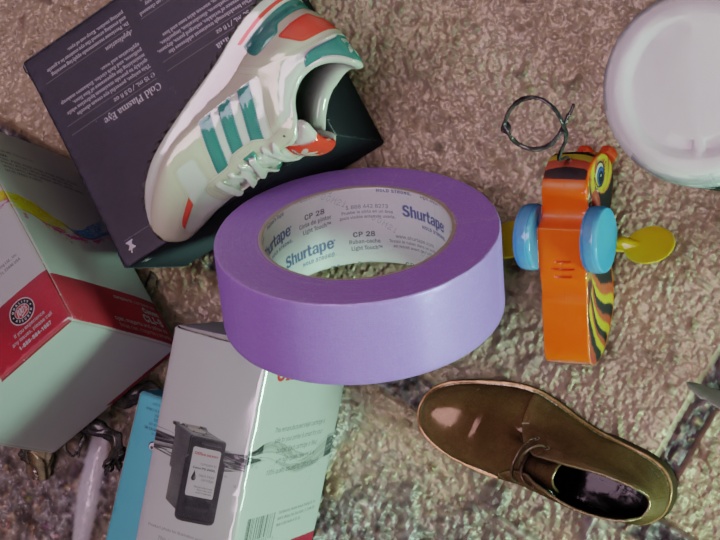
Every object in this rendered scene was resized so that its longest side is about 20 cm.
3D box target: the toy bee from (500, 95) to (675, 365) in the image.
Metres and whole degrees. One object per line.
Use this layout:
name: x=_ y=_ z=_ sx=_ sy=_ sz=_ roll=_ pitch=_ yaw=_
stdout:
toy bee: x=0.161 y=-0.040 z=1.296 sx=0.131 sy=0.109 sz=0.200 roll=23 pitch=125 yaw=16

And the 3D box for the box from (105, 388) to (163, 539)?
box: x=-0.154 y=0.192 z=1.418 sx=0.049 sy=0.082 sz=0.200 roll=16 pitch=97 yaw=20

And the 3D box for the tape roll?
tape roll: x=0.000 y=0.000 z=1.284 sx=0.200 sy=0.200 sz=0.066 roll=7 pitch=122 yaw=21

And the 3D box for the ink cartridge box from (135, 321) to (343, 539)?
ink cartridge box: x=-0.087 y=0.139 z=1.358 sx=0.083 sy=0.145 sz=0.200 roll=13 pitch=96 yaw=23

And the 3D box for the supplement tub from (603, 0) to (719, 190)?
supplement tub: x=0.239 y=-0.113 z=1.201 sx=0.122 sy=0.200 sz=0.123 roll=0 pitch=90 yaw=21

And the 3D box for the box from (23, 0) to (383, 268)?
box: x=-0.119 y=-0.126 z=1.390 sx=0.200 sy=0.104 sz=0.182 roll=-30 pitch=79 yaw=19

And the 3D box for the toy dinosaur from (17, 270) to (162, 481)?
toy dinosaur: x=-0.200 y=0.104 z=1.457 sx=0.088 sy=0.047 sz=0.200 roll=42 pitch=101 yaw=22

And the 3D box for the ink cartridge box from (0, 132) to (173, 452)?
ink cartridge box: x=-0.270 y=0.013 z=1.408 sx=0.145 sy=0.145 sz=0.200 roll=-39 pitch=64 yaw=16

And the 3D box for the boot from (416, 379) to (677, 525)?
boot: x=0.126 y=0.129 z=1.316 sx=0.200 sy=0.075 sz=0.074 roll=20 pitch=99 yaw=21

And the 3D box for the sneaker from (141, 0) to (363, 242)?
sneaker: x=-0.073 y=-0.092 z=1.279 sx=0.093 sy=0.070 sz=0.200 roll=37 pitch=100 yaw=22

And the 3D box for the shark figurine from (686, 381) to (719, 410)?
shark figurine: x=0.334 y=0.036 z=1.247 sx=0.215 sy=0.128 sz=0.090 roll=-49 pitch=48 yaw=32
